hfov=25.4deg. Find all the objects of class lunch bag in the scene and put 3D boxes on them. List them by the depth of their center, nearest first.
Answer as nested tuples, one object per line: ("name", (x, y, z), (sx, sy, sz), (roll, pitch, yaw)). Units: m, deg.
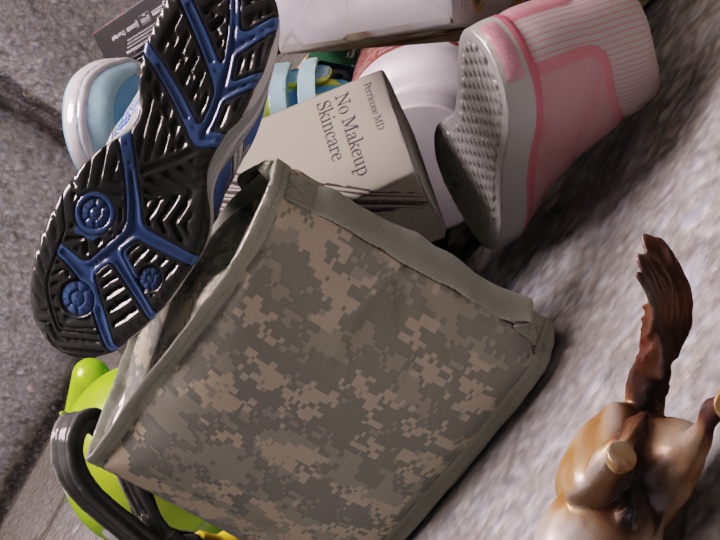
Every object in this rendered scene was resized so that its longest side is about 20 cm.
("lunch bag", (-0.018, 0.043, 0.793), (0.200, 0.163, 0.118), (-48, 18, 38))

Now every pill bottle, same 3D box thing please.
("pill bottle", (0.047, -0.107, 1.036), (0.113, 0.112, 0.201), (-52, 13, 27))

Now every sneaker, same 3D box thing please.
("sneaker", (-0.090, -0.046, 0.773), (0.201, 0.075, 0.077), (-59, -6, 3))
("sneaker", (0.101, -0.081, 0.835), (0.104, 0.076, 0.201), (-26, -18, -12))
("sneaker", (-0.077, -0.091, 0.934), (0.200, 0.129, 0.081), (-10, -87, -66))

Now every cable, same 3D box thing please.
("cable", (-0.108, 0.158, 0.865), (0.050, 0.200, 0.098), (-11, 48, 44))

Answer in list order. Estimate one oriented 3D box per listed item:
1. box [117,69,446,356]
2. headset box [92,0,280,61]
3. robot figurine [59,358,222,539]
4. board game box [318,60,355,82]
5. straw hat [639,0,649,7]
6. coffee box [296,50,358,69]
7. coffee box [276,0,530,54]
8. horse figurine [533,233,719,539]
("box", (-0.060, -0.029, 0.885), (0.198, 0.069, 0.083), (-23, 55, 6))
("headset box", (-0.078, -0.179, 1.092), (0.199, 0.078, 0.148), (-33, 10, -30))
("robot figurine", (-0.114, 0.119, 1.016), (0.116, 0.175, 0.200), (-57, -22, 5))
("board game box", (-0.032, -0.027, 1.135), (0.136, 0.034, 0.202), (-75, -8, -53))
("straw hat", (0.152, -0.235, 0.983), (0.202, 0.085, 0.201), (-55, 11, 17))
("coffee box", (0.052, -0.188, 1.191), (0.200, 0.123, 0.044), (-50, 1, 31))
("coffee box", (0.053, -0.169, 0.877), (0.113, 0.081, 0.199), (-3, 7, 36))
("horse figurine", (0.076, 0.094, 0.522), (0.133, 0.049, 0.202), (80, -148, -82))
